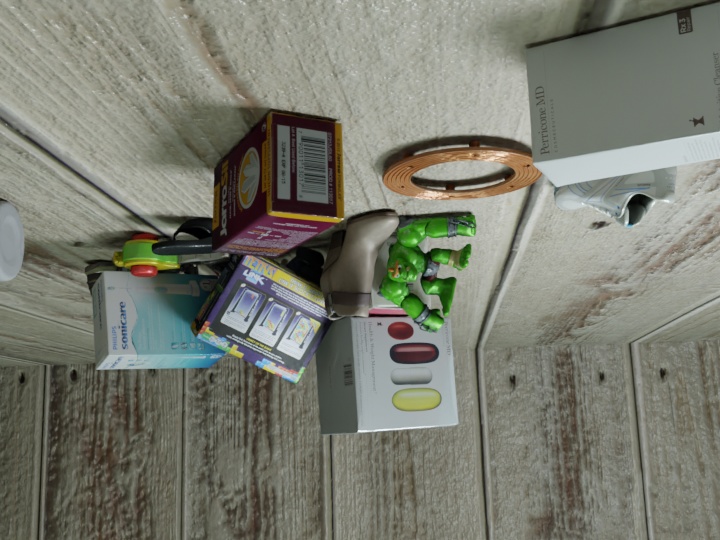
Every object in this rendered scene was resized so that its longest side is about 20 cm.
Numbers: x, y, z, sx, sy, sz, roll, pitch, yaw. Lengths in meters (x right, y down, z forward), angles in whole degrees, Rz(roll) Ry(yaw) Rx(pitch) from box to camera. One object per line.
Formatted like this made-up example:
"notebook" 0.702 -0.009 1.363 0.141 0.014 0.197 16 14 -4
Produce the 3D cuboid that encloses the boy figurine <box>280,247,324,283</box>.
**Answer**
"boy figurine" -0.139 0.046 1.502 0.064 0.125 0.200 11 139 -34

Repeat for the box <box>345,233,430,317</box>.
"box" 0.031 0.020 1.451 0.109 0.128 0.200 2 169 -21

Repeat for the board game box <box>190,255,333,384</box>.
"board game box" -0.153 0.073 1.382 0.200 0.166 0.057 30 -178 -26

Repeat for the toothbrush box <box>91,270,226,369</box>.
"toothbrush box" -0.338 0.085 1.396 0.200 0.147 0.085 2 156 -32

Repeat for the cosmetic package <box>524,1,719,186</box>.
"cosmetic package" 0.248 -0.148 0.711 0.200 0.113 0.081 -9 167 24

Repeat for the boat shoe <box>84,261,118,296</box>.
"boat shoe" -0.426 0.032 1.583 0.200 0.073 0.074 8 166 -37

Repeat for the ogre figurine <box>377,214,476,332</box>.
"ogre figurine" 0.099 -0.003 1.305 0.120 0.098 0.200 15 134 -1

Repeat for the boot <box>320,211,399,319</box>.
"boot" 0.000 0.000 1.303 0.070 0.147 0.200 6 166 -27

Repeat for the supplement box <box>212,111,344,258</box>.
"supplement box" -0.099 -0.089 0.946 0.085 0.111 0.200 5 167 -27

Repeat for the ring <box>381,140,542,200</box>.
"ring" 0.126 -0.123 1.041 0.200 0.019 0.200 -2 169 0

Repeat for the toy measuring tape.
"toy measuring tape" -0.310 -0.028 1.327 0.200 0.074 0.074 -5 168 16

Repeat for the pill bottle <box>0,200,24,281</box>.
"pill bottle" -0.575 -0.038 1.134 0.200 0.112 0.111 -1 168 0

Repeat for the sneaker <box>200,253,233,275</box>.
"sneaker" -0.213 -0.004 1.437 0.080 0.075 0.200 -5 167 17

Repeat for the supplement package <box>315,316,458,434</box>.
"supplement package" 0.043 0.181 1.447 0.200 0.192 0.147 1 169 -29

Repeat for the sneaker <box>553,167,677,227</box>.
"sneaker" 0.316 -0.093 1.051 0.075 0.087 0.200 2 169 -25

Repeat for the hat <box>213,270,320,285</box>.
"hat" -0.155 0.083 1.589 0.176 0.166 0.200 -5 -168 -42

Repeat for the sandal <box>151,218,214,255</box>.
"sandal" -0.225 -0.056 1.280 0.200 0.048 0.075 -10 172 -29

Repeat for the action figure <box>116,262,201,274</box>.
"action figure" -0.356 0.002 1.467 0.130 0.070 0.200 15 158 -35
